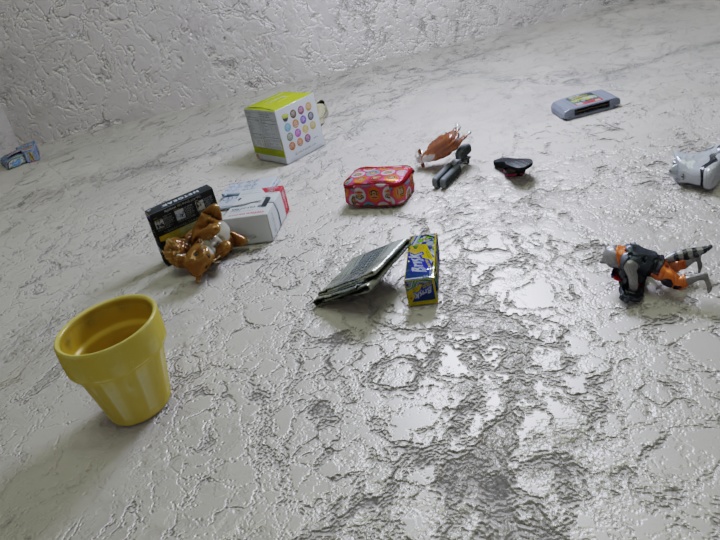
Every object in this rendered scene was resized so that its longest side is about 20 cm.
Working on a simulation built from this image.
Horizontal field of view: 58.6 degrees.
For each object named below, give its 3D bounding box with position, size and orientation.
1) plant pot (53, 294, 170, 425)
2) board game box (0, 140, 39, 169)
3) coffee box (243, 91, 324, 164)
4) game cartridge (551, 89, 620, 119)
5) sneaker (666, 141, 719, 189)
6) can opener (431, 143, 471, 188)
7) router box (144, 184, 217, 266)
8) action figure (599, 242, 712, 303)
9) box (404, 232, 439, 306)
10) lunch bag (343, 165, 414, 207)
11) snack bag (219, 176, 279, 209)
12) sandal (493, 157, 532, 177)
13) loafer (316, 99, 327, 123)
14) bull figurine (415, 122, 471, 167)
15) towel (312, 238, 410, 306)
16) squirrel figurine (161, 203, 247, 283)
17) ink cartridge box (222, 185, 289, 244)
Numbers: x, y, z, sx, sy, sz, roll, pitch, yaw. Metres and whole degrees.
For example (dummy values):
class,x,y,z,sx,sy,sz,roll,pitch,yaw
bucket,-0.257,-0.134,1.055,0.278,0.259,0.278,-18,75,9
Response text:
class,x,y,z,sx,sy,sz,roll,pitch,yaw
plant pot,-0.454,0.180,1.235,0.194,0.194,0.203,-11,29,6
board game box,-1.706,-0.582,3.245,0.198,0.063,0.197,-33,33,-30
coffee box,-0.283,-0.537,2.394,0.197,0.203,0.198,17,40,43
game cartridge,0.746,-0.557,2.146,0.193,0.042,0.134,-15,25,-1
sneaker,0.831,-0.270,1.566,0.113,0.077,0.199,17,45,39
can opener,0.270,-0.309,1.903,0.051,0.068,0.201,9,41,33
router box,-0.491,-0.130,1.823,0.196,0.162,0.052,-27,31,-25
action figure,0.562,-0.025,1.238,0.187,0.107,0.202,8,36,17
box,0.139,-0.006,1.427,0.068,0.066,0.202,-7,29,12
lunch bag,0.060,-0.254,1.884,0.194,0.084,0.177,2,28,23
snack bag,-0.381,-0.257,2.137,0.182,0.022,0.202,-5,31,15
sandal,0.435,-0.292,1.825,0.072,0.047,0.200,-11,14,-6
loafer,-0.184,-0.663,2.705,0.073,0.070,0.202,-7,30,12
bull figurine,0.248,-0.382,1.961,0.122,0.066,0.198,-47,18,-24
towel,0.000,0.000,1.445,0.189,0.035,0.200,-18,21,42
squirrel figurine,-0.432,-0.051,1.722,0.195,0.143,0.190,-15,36,28
ink cartridge box,-0.302,-0.162,1.871,0.139,0.086,0.202,-6,30,12
